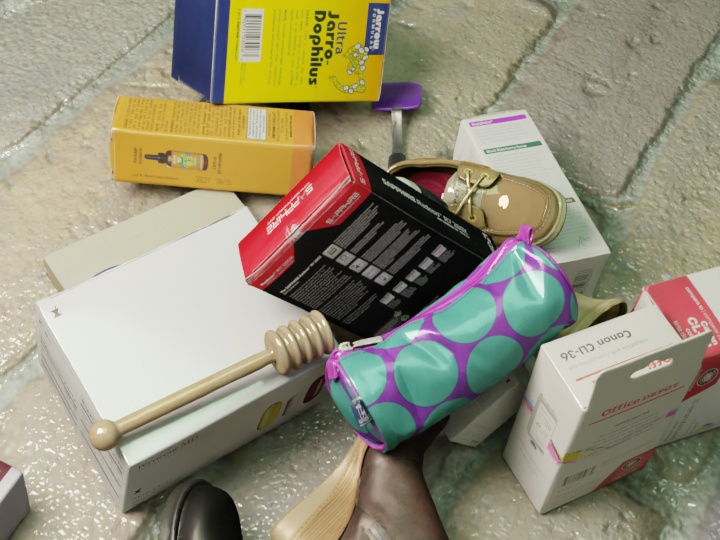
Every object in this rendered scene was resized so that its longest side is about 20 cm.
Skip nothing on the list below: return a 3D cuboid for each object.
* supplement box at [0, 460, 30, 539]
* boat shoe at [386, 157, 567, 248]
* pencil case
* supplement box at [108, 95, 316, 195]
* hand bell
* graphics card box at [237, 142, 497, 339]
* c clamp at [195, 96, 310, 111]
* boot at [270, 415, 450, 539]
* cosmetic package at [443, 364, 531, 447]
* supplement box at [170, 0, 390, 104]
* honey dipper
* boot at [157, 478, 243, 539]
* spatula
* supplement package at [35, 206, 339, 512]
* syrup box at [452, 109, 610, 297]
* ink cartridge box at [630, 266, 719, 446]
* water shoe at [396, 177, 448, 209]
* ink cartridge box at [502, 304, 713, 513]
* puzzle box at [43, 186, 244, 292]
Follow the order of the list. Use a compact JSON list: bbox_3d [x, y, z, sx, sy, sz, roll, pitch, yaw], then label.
[{"bbox_3d":[-0.370,0.171,0.871,0.197,0.061,0.109,23,51,10],"label":"supplement box"},{"bbox_3d":[0.100,-0.064,1.060,0.198,0.066,0.075,11,83,45],"label":"boat shoe"},{"bbox_3d":[0.070,0.055,0.883,0.198,0.093,0.085,-33,16,-10],"label":"pencil case"},{"bbox_3d":[-0.144,-0.122,1.110,0.196,0.067,0.069,3,43,-9],"label":"supplement box"},{"bbox_3d":[0.127,0.005,0.995,0.103,0.105,0.200,-31,61,-29],"label":"hand bell"},{"bbox_3d":[0.013,-0.009,0.915,0.199,0.125,0.051,27,30,-40],"label":"graphics card box"},{"bbox_3d":[-0.145,-0.172,1.212,0.169,0.027,0.201,24,50,5],"label":"c clamp"},{"bbox_3d":[0.045,0.205,0.893,0.166,0.073,0.200,38,65,25],"label":"boot"},{"bbox_3d":[0.075,0.051,1.014,0.050,0.082,0.201,21,32,-50],"label":"cosmetic package"},{"bbox_3d":[-0.083,-0.239,1.169,0.197,0.111,0.109,-6,24,-30],"label":"supplement box"},{"bbox_3d":[-0.111,0.084,0.850,0.198,0.038,0.038,-24,57,-24],"label":"honey dipper"},{"bbox_3d":[-0.057,0.237,0.813,0.156,0.079,0.214,-19,60,15],"label":"boot"},{"bbox_3d":[0.039,-0.138,1.207,0.055,0.021,0.202,-3,52,6],"label":"spatula"},{"bbox_3d":[-0.143,0.071,0.935,0.198,0.111,0.157,-27,70,-26],"label":"supplement package"},{"bbox_3d":[0.163,-0.061,1.124,0.080,0.079,0.202,-10,52,-16],"label":"syrup box"},{"bbox_3d":[0.328,0.066,0.998,0.197,0.149,0.086,-12,53,-16],"label":"ink cartridge box"},{"bbox_3d":[0.000,0.000,1.006,0.078,0.200,0.072,20,45,-37],"label":"water shoe"},{"bbox_3d":[0.196,0.103,0.914,0.115,0.202,0.068,-17,54,-21],"label":"ink cartridge box"},{"bbox_3d":[-0.180,-0.001,1.063,0.198,0.026,0.133,-26,59,-26],"label":"puzzle box"}]
